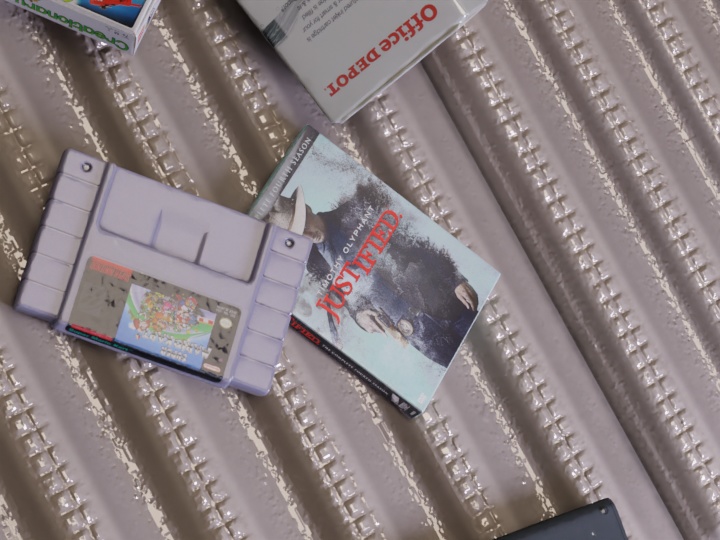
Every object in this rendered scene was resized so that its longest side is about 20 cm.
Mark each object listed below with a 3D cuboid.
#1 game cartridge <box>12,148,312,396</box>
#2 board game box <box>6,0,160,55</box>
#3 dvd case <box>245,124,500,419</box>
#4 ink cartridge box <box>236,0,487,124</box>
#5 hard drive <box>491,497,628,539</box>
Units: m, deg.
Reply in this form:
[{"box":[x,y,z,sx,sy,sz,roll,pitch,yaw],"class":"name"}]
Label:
[{"box":[-0.143,0.004,1.481,0.199,0.038,0.130,20,70,-16],"class":"game cartridge"},{"box":[-0.234,-0.256,1.504,0.199,0.035,0.127,24,65,0],"class":"board game box"},{"box":[0.000,0.000,1.573,0.200,0.022,0.146,37,61,-9],"class":"dvd case"},{"box":[-0.018,-0.237,1.562,0.200,0.146,0.083,53,24,-3],"class":"ink cartridge box"},{"box":[0.132,0.270,1.544,0.199,0.033,0.140,-15,81,-29],"class":"hard drive"}]
